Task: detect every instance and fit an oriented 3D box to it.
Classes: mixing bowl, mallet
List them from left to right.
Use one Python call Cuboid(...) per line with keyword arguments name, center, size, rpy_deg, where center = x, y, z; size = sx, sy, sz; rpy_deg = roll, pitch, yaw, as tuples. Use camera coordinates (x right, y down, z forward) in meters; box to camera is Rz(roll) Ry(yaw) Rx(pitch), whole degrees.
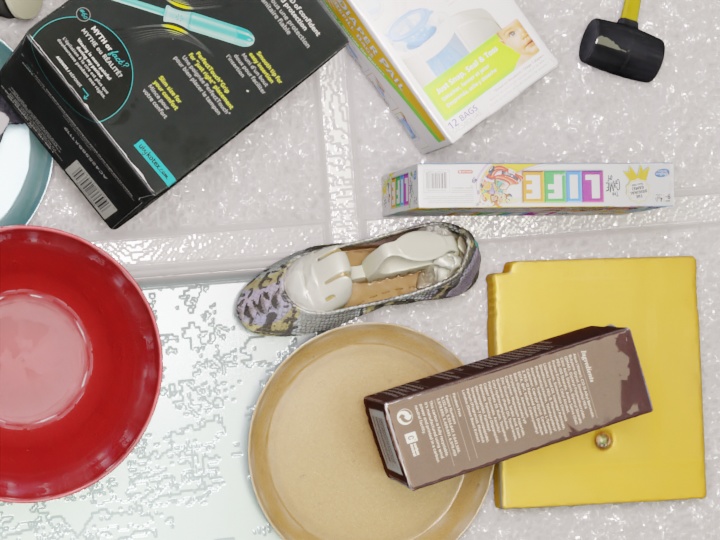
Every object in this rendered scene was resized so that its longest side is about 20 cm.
Cuboid(name="mixing bowl", center=(-0.250, 0.067, 1.383), size=(0.200, 0.108, 0.201), rpy_deg=(0, 90, -10))
Cuboid(name="mallet", center=(0.221, -0.256, 1.520), size=(0.066, 0.041, 0.201), rpy_deg=(8, 83, -14))

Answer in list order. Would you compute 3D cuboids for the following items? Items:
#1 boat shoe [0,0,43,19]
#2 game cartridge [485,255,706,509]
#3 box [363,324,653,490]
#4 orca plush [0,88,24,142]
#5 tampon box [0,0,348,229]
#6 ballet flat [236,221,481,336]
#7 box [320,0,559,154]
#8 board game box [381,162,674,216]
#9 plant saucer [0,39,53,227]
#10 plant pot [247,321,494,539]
Cuboid(name="boat shoe", center=(-0.289, -0.287, 1.410), size=(0.063, 0.074, 0.202), rpy_deg=(-8, 102, 24))
Cuboid(name="game cartridge", center=(0.191, 0.090, 1.510), size=(0.176, 0.032, 0.201), rpy_deg=(-1, 87, -11))
Cuboid(name="box", center=(0.111, 0.103, 1.429), size=(0.200, 0.100, 0.075), rpy_deg=(-18, 92, -9))
Cuboid(name="orca plush", center=(-0.336, -0.068, 1.364), size=(0.105, 0.071, 0.200), rpy_deg=(51, 57, -49))
Cuboid(name="tampon box", center=(-0.142, -0.156, 1.380), size=(0.200, 0.126, 0.150), rpy_deg=(-41, 97, -24))
Cuboid(name="ballet flat", center=(0.000, 0.000, 1.452), size=(0.200, 0.072, 0.072), rpy_deg=(-13, 91, -11))
Cuboid(name="box", center=(0.044, -0.205, 1.449), size=(0.112, 0.101, 0.200), rpy_deg=(-37, 96, -10))
Cuboid(name="board game box", center=(0.127, -0.062, 1.446), size=(0.199, 0.134, 0.034), rpy_deg=(-1, 89, -11))
Cuboid(name="plant saucer", center=(-0.334, -0.096, 1.412), size=(0.200, 0.027, 0.201), rpy_deg=(0, 89, -11))
Cuboid(name="plant pot", center=(0.008, 0.141, 1.474), size=(0.199, 0.027, 0.201), rpy_deg=(0, 89, -12))
